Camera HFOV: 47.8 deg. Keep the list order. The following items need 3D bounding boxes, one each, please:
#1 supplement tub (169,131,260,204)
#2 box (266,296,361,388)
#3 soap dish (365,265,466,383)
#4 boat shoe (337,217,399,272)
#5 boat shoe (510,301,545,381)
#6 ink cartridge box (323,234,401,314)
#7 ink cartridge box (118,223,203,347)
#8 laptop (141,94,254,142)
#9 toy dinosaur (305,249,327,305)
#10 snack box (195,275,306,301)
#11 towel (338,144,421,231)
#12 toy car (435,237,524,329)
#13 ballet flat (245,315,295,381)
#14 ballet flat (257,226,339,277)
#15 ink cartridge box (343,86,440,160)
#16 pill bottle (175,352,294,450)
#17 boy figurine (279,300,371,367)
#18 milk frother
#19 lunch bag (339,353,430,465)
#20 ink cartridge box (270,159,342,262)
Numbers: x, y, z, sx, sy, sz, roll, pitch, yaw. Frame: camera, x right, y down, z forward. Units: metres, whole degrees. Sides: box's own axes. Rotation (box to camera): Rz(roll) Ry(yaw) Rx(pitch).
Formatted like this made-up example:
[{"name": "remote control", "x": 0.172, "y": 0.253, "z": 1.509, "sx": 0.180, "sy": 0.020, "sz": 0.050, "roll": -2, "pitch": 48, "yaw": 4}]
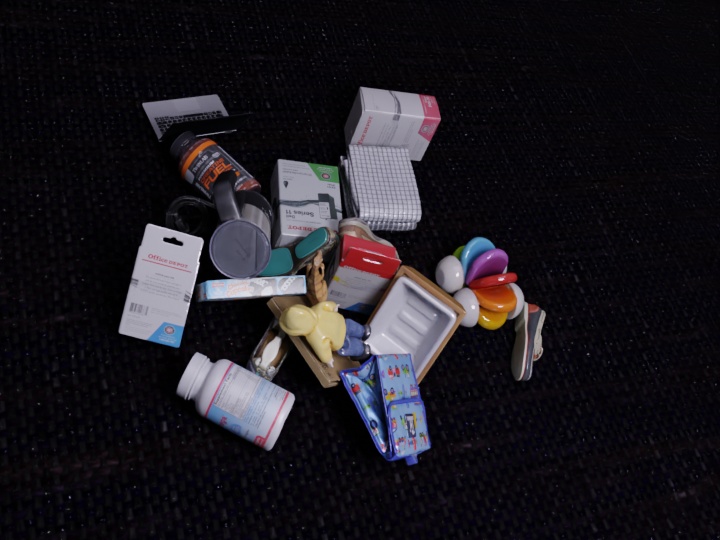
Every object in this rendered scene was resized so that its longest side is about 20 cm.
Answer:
[{"name": "supplement tub", "x": -0.311, "y": -0.203, "z": 1.715, "sx": 0.199, "sy": 0.108, "sz": 0.107, "roll": 41, "pitch": 53, "yaw": 9}, {"name": "box", "x": -0.082, "y": 0.134, "z": 1.577, "sx": 0.201, "sy": 0.021, "sz": 0.163, "roll": 53, "pitch": 19, "yaw": 18}, {"name": "soap dish", "x": 0.103, "y": 0.106, "z": 1.621, "sx": 0.156, "sy": 0.202, "sz": 0.081, "roll": 35, "pitch": 28, "yaw": 7}, {"name": "boat shoe", "x": 0.015, "y": -0.035, "z": 1.711, "sx": 0.199, "sy": 0.074, "sz": 0.073, "roll": 36, "pitch": 49, "yaw": -43}, {"name": "boat shoe", "x": 0.368, "y": 0.157, "z": 1.765, "sx": 0.061, "sy": 0.072, "sz": 0.203, "roll": 22, "pitch": 48, "yaw": -9}, {"name": "ink cartridge box", "x": 0.000, "y": 0.000, "z": 1.637, "sx": 0.113, "sy": 0.201, "sz": 0.069, "roll": 14, "pitch": 52, "yaw": -13}, {"name": "ink cartridge box", "x": -0.365, "y": 0.028, "z": 1.502, "sx": 0.113, "sy": 0.067, "sz": 0.205, "roll": 15, "pitch": 85, "yaw": -11}, {"name": "laptop", "x": -0.358, "y": -0.353, "z": 1.777, "sx": 0.183, "sy": 0.117, "sz": 0.202, "roll": -13, "pitch": 55, "yaw": -28}, {"name": "toy dinosaur", "x": -0.082, "y": 0.054, "z": 1.599, "sx": 0.059, "sy": 0.204, "sz": 0.106, "roll": -18, "pitch": 26, "yaw": -8}, {"name": "snack box", "x": -0.215, "y": 0.036, "z": 1.583, "sx": 0.195, "sy": 0.116, "sz": 0.038, "roll": -3, "pitch": 86, "yaw": -22}, {"name": "towel", "x": 0.040, "y": -0.185, "z": 1.858, "sx": 0.161, "sy": 0.086, "sz": 0.204, "roll": -1, "pitch": 59, "yaw": -20}, {"name": "toy car", "x": 0.271, "y": 0.018, "z": 1.766, "sx": 0.171, "sy": 0.151, "sz": 0.203, "roll": -9, "pitch": 61, "yaw": -26}, {"name": "ballet flat", "x": -0.157, "y": 0.135, "z": 1.570, "sx": 0.071, "sy": 0.073, "sz": 0.202, "roll": 28, "pitch": 52, "yaw": 0}, {"name": "ballet flat", "x": -0.126, "y": -0.024, "z": 1.664, "sx": 0.075, "sy": 0.197, "sz": 0.069, "roll": 34, "pitch": 35, "yaw": -56}, {"name": "ink cartridge box", "x": 0.072, "y": -0.348, "z": 1.937, "sx": 0.195, "sy": 0.148, "sz": 0.084, "roll": 3, "pitch": 54, "yaw": -19}, {"name": "pill bottle", "x": -0.224, "y": 0.229, "z": 1.454, "sx": 0.197, "sy": 0.109, "sz": 0.110, "roll": 27, "pitch": 52, "yaw": -1}, {"name": "boy figurine", "x": -0.065, "y": 0.116, "z": 1.510, "sx": 0.197, "sy": 0.064, "sz": 0.128, "roll": 20, "pitch": 60, "yaw": -39}, {"name": "milk frother", "x": -0.278, "y": -0.073, "z": 1.573, "sx": 0.182, "sy": 0.198, "sz": 0.189, "roll": 53, "pitch": 9, "yaw": -20}, {"name": "lunch bag", "x": 0.060, "y": 0.267, "z": 1.528, "sx": 0.150, "sy": 0.093, "sz": 0.204, "roll": 8, "pitch": 59, "yaw": -61}, {"name": "ink cartridge box", "x": -0.117, "y": -0.129, "z": 1.754, "sx": 0.143, "sy": 0.084, "sz": 0.204, "roll": 5, "pitch": 57, "yaw": -18}]
